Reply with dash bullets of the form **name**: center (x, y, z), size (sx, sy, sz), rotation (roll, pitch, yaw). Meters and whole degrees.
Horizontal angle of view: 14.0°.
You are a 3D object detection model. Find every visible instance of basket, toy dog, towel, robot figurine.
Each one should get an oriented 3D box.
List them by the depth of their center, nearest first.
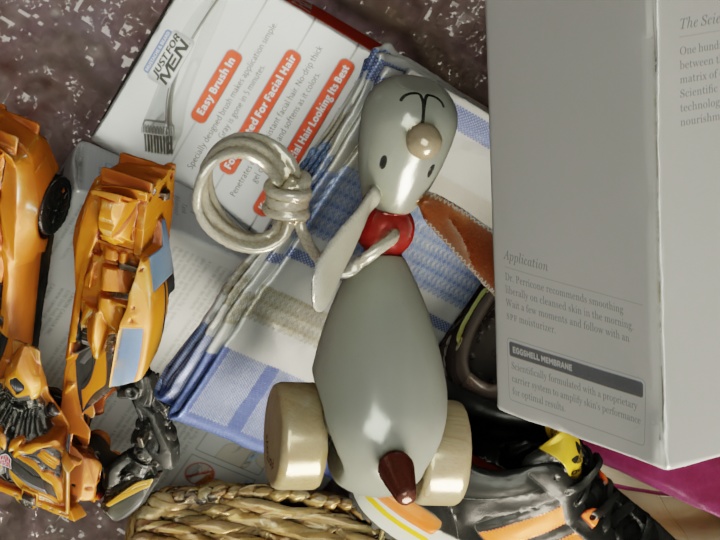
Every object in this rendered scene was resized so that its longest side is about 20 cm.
- **toy dog**: center (0.013, 0.024, 1.293), size (0.132, 0.096, 0.200), rotation (-18, 109, -11)
- **robot figurine**: center (-0.149, 0.030, 1.375), size (0.145, 0.058, 0.200), rotation (19, 118, 18)
- **towel**: center (0.000, 0.000, 1.382), size (0.147, 0.024, 0.200), rotation (25, 100, -48)
- **basket**: center (-0.032, 0.183, 1.475), size (0.200, 0.149, 0.143), rotation (17, 81, -1)

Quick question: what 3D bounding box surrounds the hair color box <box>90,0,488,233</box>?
- **hair color box**: center (-0.019, -0.065, 1.456), size (0.200, 0.064, 0.111), rotation (31, 99, -6)

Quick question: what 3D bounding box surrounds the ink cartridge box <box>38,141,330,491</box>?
- **ink cartridge box**: center (-0.090, 0.041, 1.462), size (0.200, 0.047, 0.160), rotation (24, 122, -20)

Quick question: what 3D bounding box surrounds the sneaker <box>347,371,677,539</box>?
- **sneaker**: center (0.096, 0.115, 1.399), size (0.200, 0.070, 0.090), rotation (26, 131, -6)

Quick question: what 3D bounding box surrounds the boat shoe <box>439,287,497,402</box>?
- **boat shoe**: center (0.117, -0.005, 1.447), size (0.200, 0.060, 0.072), rotation (-42, 88, -10)

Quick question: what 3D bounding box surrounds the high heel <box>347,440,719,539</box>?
- **high heel**: center (0.097, 0.115, 1.465), size (0.200, 0.096, 0.067), rotation (-8, 135, -6)

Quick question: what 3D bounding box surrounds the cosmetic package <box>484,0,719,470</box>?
- **cosmetic package**: center (0.167, -0.041, 1.262), size (0.199, 0.123, 0.200), rotation (-10, 106, -33)
